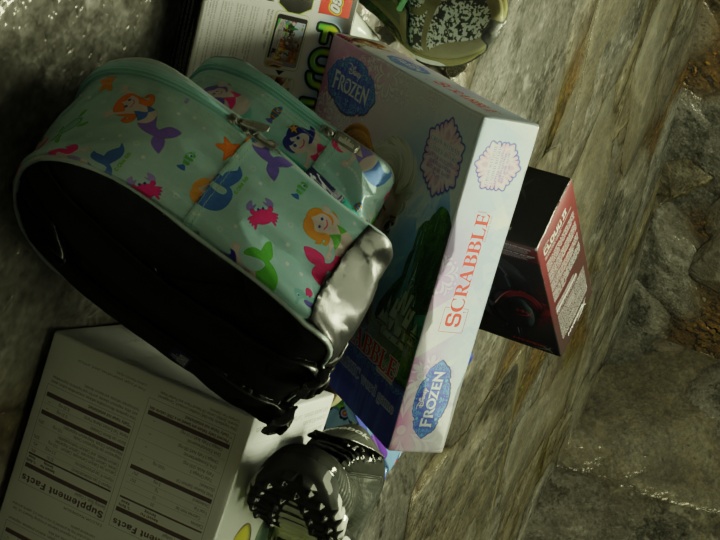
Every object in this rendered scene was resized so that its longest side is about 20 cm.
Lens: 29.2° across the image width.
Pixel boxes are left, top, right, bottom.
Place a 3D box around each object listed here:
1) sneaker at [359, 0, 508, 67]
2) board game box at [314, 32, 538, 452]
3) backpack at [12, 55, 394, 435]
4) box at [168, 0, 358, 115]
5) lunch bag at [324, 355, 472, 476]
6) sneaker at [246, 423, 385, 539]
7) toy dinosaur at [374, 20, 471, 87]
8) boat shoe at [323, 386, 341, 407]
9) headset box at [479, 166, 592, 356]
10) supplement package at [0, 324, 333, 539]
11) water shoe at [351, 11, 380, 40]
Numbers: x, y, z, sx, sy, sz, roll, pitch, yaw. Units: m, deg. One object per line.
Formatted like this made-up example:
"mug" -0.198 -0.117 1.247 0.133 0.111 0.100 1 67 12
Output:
"sneaker" 0.015 -0.207 0.945 0.088 0.200 0.077 19 107 -55
"board game box" 0.015 -0.024 0.847 0.041 0.200 0.202 6 108 -29
"backpack" -0.089 -0.027 0.770 0.152 0.199 0.178 -63 -174 -26
"box" -0.074 -0.107 0.904 0.109 0.035 0.202 6 108 -29
"lunch bag" 0.006 0.041 1.107 0.151 0.093 0.201 -49 144 -33
"sneaker" -0.023 0.131 0.876 0.201 0.066 0.091 81 30 -64
"toy dinosaur" 0.059 -0.180 1.064 0.201 0.076 0.103 54 25 -24
"boat shoe" 0.000 0.000 0.979 0.065 0.072 0.202 5 98 -50
"headset box" 0.108 -0.025 1.169 0.075 0.147 0.201 -61 154 -22
"supplement package" -0.135 0.156 0.918 0.202 0.149 0.152 -71 163 6
"water shoe" -0.042 -0.174 1.010 0.079 0.072 0.200 -45 161 4
